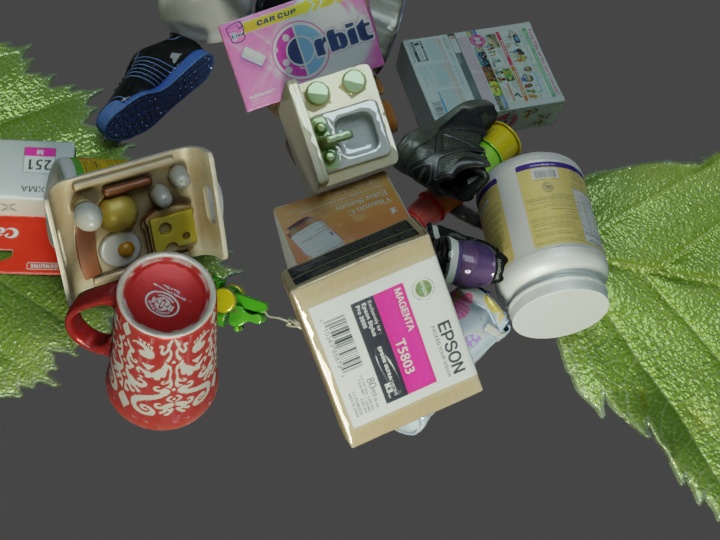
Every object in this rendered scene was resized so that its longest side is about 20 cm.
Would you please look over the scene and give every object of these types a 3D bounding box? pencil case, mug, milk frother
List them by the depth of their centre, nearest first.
[{"bbox_3d":[-0.240,0.078,1.400,0.176,0.200,0.134,-2,60,-12],"label":"mug"},{"bbox_3d":[0.095,0.107,1.514,0.090,0.083,0.200,32,58,24],"label":"pencil case"},{"bbox_3d":[-0.031,-0.401,1.706,0.187,0.201,0.181,18,27,-12],"label":"milk frother"}]

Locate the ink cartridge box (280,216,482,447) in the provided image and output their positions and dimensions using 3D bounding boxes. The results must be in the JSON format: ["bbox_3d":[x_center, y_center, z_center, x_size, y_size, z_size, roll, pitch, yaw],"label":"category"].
[{"bbox_3d":[0.024,0.067,1.370,0.164,0.201,0.075,-23,19,-5],"label":"ink cartridge box"}]

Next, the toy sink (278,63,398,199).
[{"bbox_3d":[-0.027,-0.172,1.553,0.111,0.200,0.131,-19,88,-7],"label":"toy sink"}]

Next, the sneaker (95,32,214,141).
[{"bbox_3d":[-0.288,-0.247,1.673,0.078,0.070,0.200,34,55,21],"label":"sneaker"}]

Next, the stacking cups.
[{"bbox_3d":[0.130,-0.124,1.677,0.060,0.061,0.200,42,62,15],"label":"stacking cups"}]

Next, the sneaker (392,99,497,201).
[{"bbox_3d":[0.136,-0.150,1.620,0.114,0.076,0.199,41,41,14],"label":"sneaker"}]

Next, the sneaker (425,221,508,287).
[{"bbox_3d":[0.126,-0.010,1.548,0.087,0.200,0.076,8,99,-9],"label":"sneaker"}]

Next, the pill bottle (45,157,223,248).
[{"bbox_3d":[-0.274,-0.077,1.530,0.199,0.111,0.112,1,57,-28],"label":"pill bottle"}]

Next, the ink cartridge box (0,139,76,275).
[{"bbox_3d":[-0.457,-0.082,1.550,0.198,0.044,0.175,2,57,-10],"label":"ink cartridge box"}]

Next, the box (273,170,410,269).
[{"bbox_3d":[0.000,0.000,1.502,0.151,0.107,0.201,-20,46,-8],"label":"box"}]

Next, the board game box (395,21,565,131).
[{"bbox_3d":[0.167,-0.264,1.767,0.198,0.064,0.148,-11,62,-15],"label":"board game box"}]

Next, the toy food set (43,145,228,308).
[{"bbox_3d":[-0.255,-0.048,1.447,0.199,0.144,0.060,-17,32,-18],"label":"toy food set"}]

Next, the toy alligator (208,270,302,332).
[{"bbox_3d":[-0.158,0.048,1.523,0.199,0.059,0.055,26,98,6],"label":"toy alligator"}]

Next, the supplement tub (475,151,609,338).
[{"bbox_3d":[0.232,-0.031,1.587,0.144,0.146,0.201,-2,60,-12],"label":"supplement tub"}]

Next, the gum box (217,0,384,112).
[{"bbox_3d":[-0.070,-0.290,1.610,0.199,0.066,0.114,-19,102,0],"label":"gum box"}]

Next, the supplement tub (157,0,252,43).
[{"bbox_3d":[-0.214,-0.432,1.757,0.131,0.132,0.201,4,59,-8],"label":"supplement tub"}]

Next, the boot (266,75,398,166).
[{"bbox_3d":[-0.048,-0.247,1.700,0.154,0.077,0.201,-20,70,-14],"label":"boot"}]
